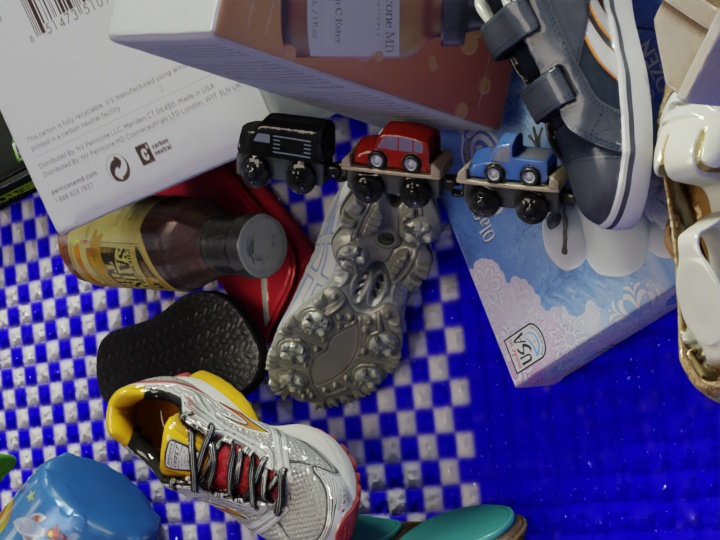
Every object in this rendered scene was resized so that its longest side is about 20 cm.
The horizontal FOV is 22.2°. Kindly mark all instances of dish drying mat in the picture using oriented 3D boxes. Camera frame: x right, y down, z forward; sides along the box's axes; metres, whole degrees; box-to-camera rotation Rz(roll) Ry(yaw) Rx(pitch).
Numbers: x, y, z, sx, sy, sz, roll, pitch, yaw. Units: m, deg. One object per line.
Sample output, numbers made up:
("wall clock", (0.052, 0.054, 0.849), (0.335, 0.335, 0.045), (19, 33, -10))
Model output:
("dish drying mat", (-0.098, -0.044, 1.246), (0.200, 0.018, 0.077), (49, 123, 31))

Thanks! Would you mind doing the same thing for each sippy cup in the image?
("sippy cup", (-0.211, 0.206, 1.295), (0.177, 0.140, 0.131), (32, 106, -3))

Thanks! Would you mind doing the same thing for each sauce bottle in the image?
("sauce bottle", (-0.126, -0.019, 1.217), (0.199, 0.065, 0.067), (1, 92, 51))

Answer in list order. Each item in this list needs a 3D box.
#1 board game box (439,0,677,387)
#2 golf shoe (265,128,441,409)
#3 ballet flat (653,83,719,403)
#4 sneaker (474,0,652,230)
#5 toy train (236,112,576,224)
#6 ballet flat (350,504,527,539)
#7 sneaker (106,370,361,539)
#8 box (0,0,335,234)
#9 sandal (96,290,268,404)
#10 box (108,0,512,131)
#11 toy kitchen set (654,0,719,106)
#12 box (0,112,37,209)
("board game box", (0.127, -0.069, 1.010), (0.199, 0.043, 0.202), (-37, 66, 39))
("golf shoe", (0.000, 0.000, 1.133), (0.098, 0.078, 0.201), (-84, 18, -48))
("ballet flat", (0.175, -0.031, 0.893), (0.070, 0.065, 0.203), (-16, 79, 39))
("sneaker", (0.099, -0.119, 0.940), (0.078, 0.078, 0.203), (136, 131, -74))
("toy train", (0.024, -0.060, 1.009), (0.198, 0.034, 0.046), (8, 112, 18))
("ballet flat", (0.032, 0.183, 1.103), (0.199, 0.068, 0.073), (-11, 104, 44))
("sneaker", (-0.080, 0.122, 1.121), (0.199, 0.082, 0.079), (22, 102, 39))
("box", (-0.126, -0.157, 1.141), (0.198, 0.130, 0.202), (-20, 98, 36))
("sandal", (-0.116, 0.057, 1.254), (0.199, 0.045, 0.076), (-12, 79, 53))
("box", (-0.014, -0.171, 0.986), (0.106, 0.199, 0.154), (7, 85, 52))
("toy kitchen set", (0.152, -0.191, 0.874), (0.180, 0.199, 0.164), (39, 116, 36))
("box", (-0.299, -0.147, 1.418), (0.192, 0.047, 0.202), (-18, 78, 40))
